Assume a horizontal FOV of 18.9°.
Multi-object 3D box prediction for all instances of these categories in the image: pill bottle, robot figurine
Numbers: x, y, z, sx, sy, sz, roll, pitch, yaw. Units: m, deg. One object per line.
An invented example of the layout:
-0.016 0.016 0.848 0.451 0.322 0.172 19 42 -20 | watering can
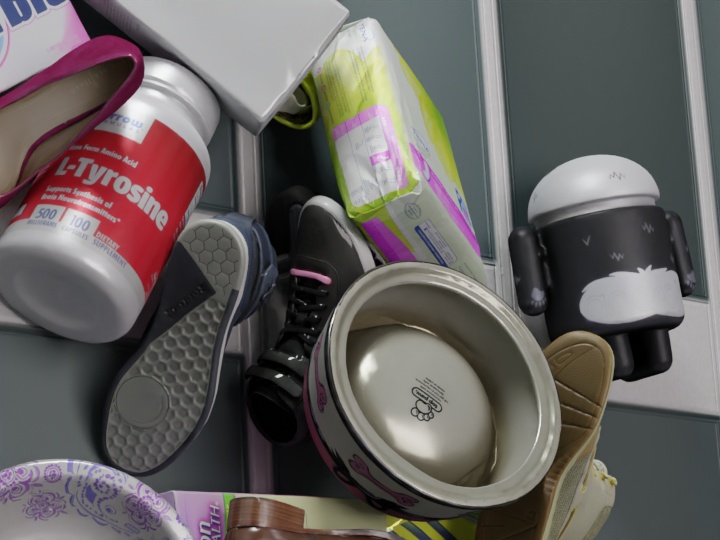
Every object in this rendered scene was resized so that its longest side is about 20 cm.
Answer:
-0.178 -0.056 1.576 0.112 0.112 0.200 42 53 -25 | pill bottle
0.215 -0.001 1.907 0.150 0.125 0.200 7 70 -65 | robot figurine

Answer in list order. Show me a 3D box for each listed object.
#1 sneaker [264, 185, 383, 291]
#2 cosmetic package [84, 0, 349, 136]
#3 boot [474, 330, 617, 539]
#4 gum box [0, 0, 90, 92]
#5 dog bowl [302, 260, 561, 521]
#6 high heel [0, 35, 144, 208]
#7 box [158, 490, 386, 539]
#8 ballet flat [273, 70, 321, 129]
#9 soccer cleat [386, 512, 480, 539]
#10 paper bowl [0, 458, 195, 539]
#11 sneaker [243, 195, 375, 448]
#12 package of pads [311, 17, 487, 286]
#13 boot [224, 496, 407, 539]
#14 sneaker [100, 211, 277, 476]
0.000 0.000 1.755 0.116 0.075 0.200 -48 120 -45 | sneaker
-0.119 -0.207 1.632 0.200 0.081 0.113 41 81 -4 | cosmetic package
0.165 0.147 1.729 0.155 0.072 0.200 13 98 -65 | boot
-0.301 -0.165 1.530 0.200 0.066 0.114 -36 102 -42 | gum box
0.046 0.096 1.597 0.200 0.074 0.200 17 54 -25 | dog bowl
-0.233 -0.090 1.501 0.200 0.096 0.067 -35 102 -10 | high heel
-0.079 0.257 1.579 0.200 0.097 0.176 8 72 -41 | box
-0.100 -0.179 1.710 0.200 0.067 0.067 38 33 -30 | ballet flat
0.060 0.225 1.732 0.200 0.065 0.084 1 67 -43 | soccer cleat
-0.201 0.232 1.440 0.200 0.104 0.201 3 74 -10 | paper bowl
-0.041 0.048 1.654 0.099 0.071 0.200 -28 124 -46 | sneaker
0.028 -0.085 1.715 0.155 0.068 0.200 52 18 -48 | package of pads
-0.032 0.275 1.508 0.186 0.064 0.200 19 64 -29 | boot
-0.124 0.050 1.616 0.077 0.146 0.203 25 100 2 | sneaker
